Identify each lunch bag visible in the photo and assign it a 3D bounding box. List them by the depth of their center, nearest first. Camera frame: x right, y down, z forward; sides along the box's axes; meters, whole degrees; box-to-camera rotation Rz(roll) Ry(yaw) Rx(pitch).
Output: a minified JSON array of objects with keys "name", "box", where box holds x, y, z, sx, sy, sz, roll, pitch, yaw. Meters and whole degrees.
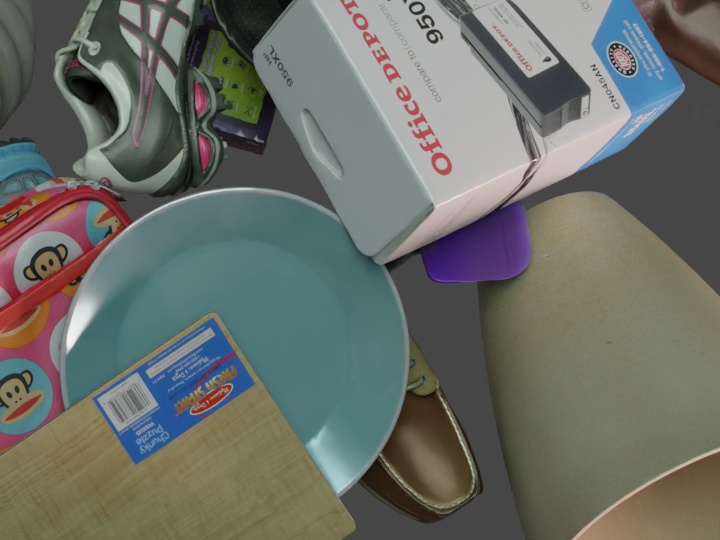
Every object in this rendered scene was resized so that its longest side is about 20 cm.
[{"name":"lunch bag","box":[-0.203,0.040,1.464,0.199,0.082,0.177,-35,111,-13]}]

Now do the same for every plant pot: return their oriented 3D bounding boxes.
[{"name":"plant pot","box":[0.147,0.062,1.487,0.186,0.188,0.201,-21,62,-10]}]

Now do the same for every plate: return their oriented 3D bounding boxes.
[{"name":"plate","box":[-0.071,0.050,1.449,0.198,0.026,0.202,-2,102,-10]}]

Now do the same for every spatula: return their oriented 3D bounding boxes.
[{"name":"spatula","box":[0.000,0.000,1.478,0.198,0.021,0.057,-14,54,8]}]

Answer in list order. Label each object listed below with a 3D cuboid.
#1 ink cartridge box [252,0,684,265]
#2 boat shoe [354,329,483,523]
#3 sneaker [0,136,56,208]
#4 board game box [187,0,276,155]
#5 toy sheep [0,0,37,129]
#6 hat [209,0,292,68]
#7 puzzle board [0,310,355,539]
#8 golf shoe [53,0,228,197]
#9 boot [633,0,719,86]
[{"name":"ink cartridge box","box":[0.061,-0.112,1.456,0.199,0.084,0.145,-26,80,-33]},{"name":"boat shoe","box":[0.001,0.057,1.514,0.075,0.074,0.201,-33,80,-13]},{"name":"sneaker","box":[-0.252,0.007,1.505,0.199,0.079,0.096,-35,82,-12]},{"name":"board game box","box":[-0.090,-0.181,1.596,0.119,0.032,0.201,17,73,-4]},{"name":"toy sheep","box":[-0.256,-0.128,1.509,0.137,0.139,0.201,11,41,-2]},{"name":"hat","box":[-0.013,-0.177,1.552,0.199,0.081,0.202,6,75,-22]},{"name":"puzzle board","box":[-0.123,0.138,1.430,0.199,0.017,0.151,-34,102,-6]},{"name":"golf shoe","box":[-0.136,-0.142,1.514,0.088,0.077,0.202,-1,71,-33]},{"name":"boot","box":[0.186,-0.132,1.593,0.199,0.064,0.187,26,76,-2]}]
